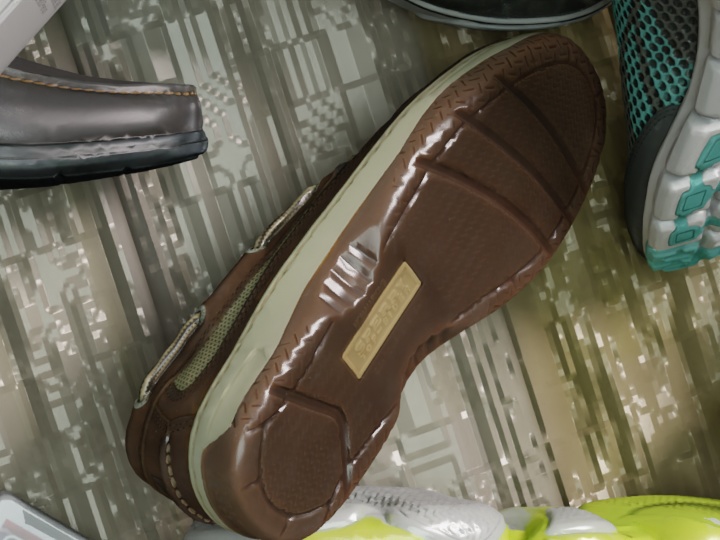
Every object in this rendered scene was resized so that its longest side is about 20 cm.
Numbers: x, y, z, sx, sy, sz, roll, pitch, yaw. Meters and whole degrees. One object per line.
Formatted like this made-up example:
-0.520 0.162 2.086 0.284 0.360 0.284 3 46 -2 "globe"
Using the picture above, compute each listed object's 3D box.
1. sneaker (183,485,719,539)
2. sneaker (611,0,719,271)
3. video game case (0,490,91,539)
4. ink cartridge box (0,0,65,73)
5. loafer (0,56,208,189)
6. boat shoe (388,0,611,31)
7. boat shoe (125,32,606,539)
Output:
0.041 0.124 0.867 0.199 0.076 0.106 3 91 -13 "sneaker"
0.109 -0.088 0.851 0.077 0.091 0.200 -18 140 -23 "sneaker"
-0.105 0.191 0.866 0.143 0.018 0.200 31 85 -11 "video game case"
-0.179 -0.077 0.751 0.145 0.084 0.200 42 87 0 "ink cartridge box"
-0.144 -0.063 0.828 0.199 0.073 0.073 4 87 -13 "loafer"
0.016 -0.118 0.834 0.199 0.064 0.071 15 92 -35 "boat shoe"
-0.003 -0.005 0.856 0.202 0.075 0.075 -48 125 -29 "boat shoe"
